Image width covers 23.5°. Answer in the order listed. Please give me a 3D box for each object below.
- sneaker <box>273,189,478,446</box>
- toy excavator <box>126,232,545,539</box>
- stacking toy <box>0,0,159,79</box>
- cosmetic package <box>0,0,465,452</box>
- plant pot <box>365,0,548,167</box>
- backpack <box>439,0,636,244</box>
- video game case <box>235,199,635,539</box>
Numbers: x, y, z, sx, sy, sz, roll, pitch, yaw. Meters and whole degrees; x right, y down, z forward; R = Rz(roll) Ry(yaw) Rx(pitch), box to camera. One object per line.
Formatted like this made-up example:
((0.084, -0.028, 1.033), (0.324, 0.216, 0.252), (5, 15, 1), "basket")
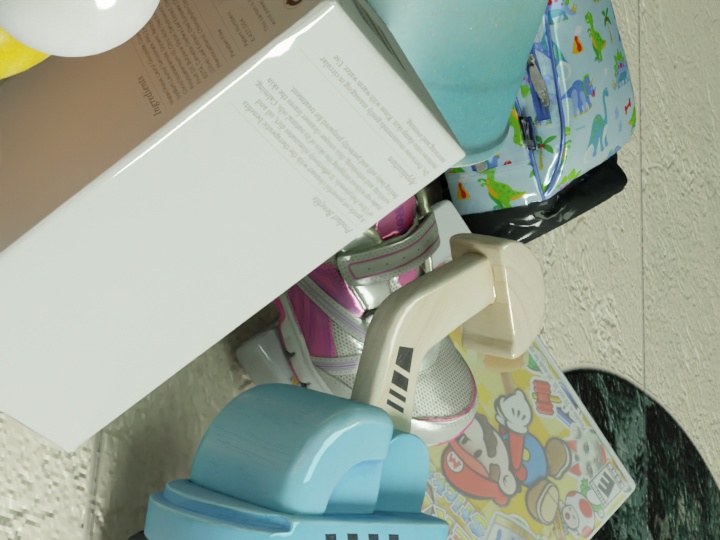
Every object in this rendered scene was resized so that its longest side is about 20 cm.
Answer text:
((0.000, 0.000, 0.849), (0.200, 0.088, 0.081), (53, 46, -10), "sneaker")
((-0.001, 0.076, 0.770), (0.194, 0.100, 0.200), (8, 93, -44), "toy excavator")
((-0.122, -0.096, 0.496), (0.146, 0.200, 0.146), (-16, 118, -33), "stacking toy")
((-0.076, -0.034, 0.650), (0.108, 0.200, 0.085), (45, 13, -48), "cosmetic package")
((0.009, -0.176, 0.764), (0.200, 0.200, 0.188), (-27, 145, -60), "plant pot")
((0.099, -0.127, 1.088), (0.163, 0.154, 0.200), (-26, 92, -53), "backpack")
((0.048, 0.082, 0.927), (0.182, 0.023, 0.200), (-36, 94, -44), "video game case")
